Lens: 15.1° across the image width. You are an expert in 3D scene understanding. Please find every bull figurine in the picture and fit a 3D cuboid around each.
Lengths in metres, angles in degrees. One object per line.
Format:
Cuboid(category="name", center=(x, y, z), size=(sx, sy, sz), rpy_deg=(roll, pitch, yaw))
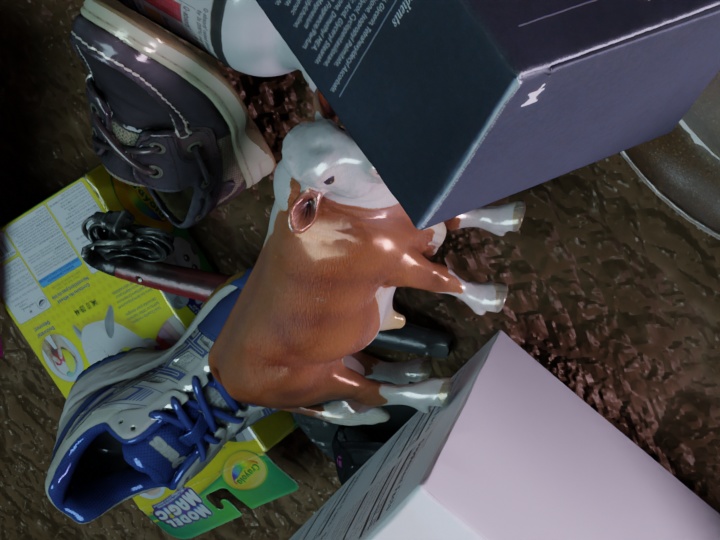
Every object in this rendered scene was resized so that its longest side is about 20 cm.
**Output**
Cuboid(category="bull figurine", center=(0.000, 0.000, 1.229), size=(0.121, 0.065, 0.200), rpy_deg=(16, 139, -13))

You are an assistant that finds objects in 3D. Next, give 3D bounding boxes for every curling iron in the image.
Cuboid(category="curling iron", center=(-0.051, 0.013, 1.366), size=(0.200, 0.026, 0.050), rpy_deg=(19, 160, 7))

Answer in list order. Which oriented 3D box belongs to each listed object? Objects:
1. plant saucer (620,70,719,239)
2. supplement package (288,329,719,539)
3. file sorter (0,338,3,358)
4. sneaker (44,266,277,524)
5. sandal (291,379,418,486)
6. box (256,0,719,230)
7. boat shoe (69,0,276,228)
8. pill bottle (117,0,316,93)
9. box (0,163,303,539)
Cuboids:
Cuboid(category="plant saucer", center=(0.180, -0.097, 1.144), size=(0.200, 0.032, 0.200), rpy_deg=(21, 127, 30))
Cuboid(category="supplement package", center=(0.045, 0.169, 1.293), size=(0.152, 0.151, 0.200), rpy_deg=(40, 122, -5))
Cuboid(category="file sorter", center=(-0.285, -0.037, 1.432), size=(0.139, 0.125, 0.200), rpy_deg=(44, 149, 35))
Cuboid(category="sneaker", center=(-0.076, 0.068, 1.349), size=(0.200, 0.088, 0.075), rpy_deg=(-33, 115, 34))
Cuboid(category="sandal", center=(0.040, 0.116, 1.379), size=(0.200, 0.048, 0.075), rpy_deg=(37, 134, 12))
Cuboid(category="box", center=(0.043, -0.141, 1.106), size=(0.200, 0.148, 0.107), rpy_deg=(56, 143, 19))
Cuboid(category="boat shoe", center=(-0.094, -0.068, 1.281), size=(0.072, 0.065, 0.200), rpy_deg=(35, 174, 18))
Cuboid(category="pill bottle", center=(-0.059, -0.158, 1.234), size=(0.200, 0.116, 0.116), rpy_deg=(32, 132, 18))
Cuboid(category="box", center=(-0.112, 0.044, 1.454), size=(0.117, 0.048, 0.200), rpy_deg=(-27, 97, 44))
